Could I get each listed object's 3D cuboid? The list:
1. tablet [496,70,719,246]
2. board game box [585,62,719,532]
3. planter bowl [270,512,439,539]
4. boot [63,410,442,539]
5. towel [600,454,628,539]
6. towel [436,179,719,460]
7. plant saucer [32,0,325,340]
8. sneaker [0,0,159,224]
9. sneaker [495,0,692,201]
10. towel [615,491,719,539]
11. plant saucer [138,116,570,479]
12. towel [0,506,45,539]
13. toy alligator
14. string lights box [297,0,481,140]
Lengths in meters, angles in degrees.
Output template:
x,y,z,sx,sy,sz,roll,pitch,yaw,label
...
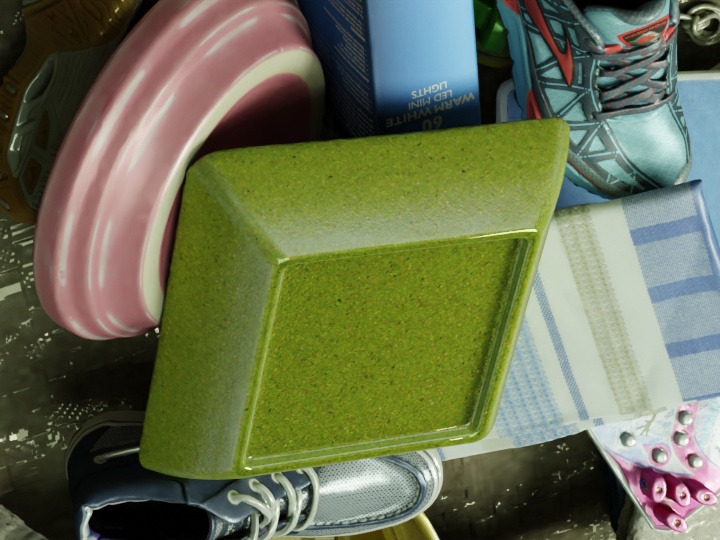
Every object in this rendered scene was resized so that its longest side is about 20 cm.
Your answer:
x,y,z,sx,sy,sz,roll,pitch,yaw,label
0.168,-0.041,1.526,0.200,0.014,0.130,-3,100,-14,tablet
0.193,0.012,1.562,0.200,0.026,0.200,-36,107,-8,board game box
-0.054,0.170,1.602,0.200,0.083,0.200,-2,112,-6,planter bowl
-0.053,0.120,1.486,0.200,0.090,0.073,1,113,-7,boot
0.238,0.100,1.723,0.200,0.049,0.112,-20,133,-11,towel
0.097,0.028,1.492,0.200,0.024,0.147,-13,126,14,towel
-0.079,-0.050,1.394,0.201,0.051,0.201,-50,158,-29,plant saucer
-0.117,-0.114,1.397,0.088,0.076,0.200,-4,130,-43,sneaker
0.116,-0.113,1.411,0.079,0.096,0.200,-33,112,-17,sneaker
0.218,0.106,1.656,0.133,0.034,0.200,-9,132,-17,towel
0.004,0.026,1.401,0.200,0.048,0.200,-7,132,-24,plant saucer
-0.186,0.224,1.564,0.034,0.133,0.200,-36,148,-54,towel
0.120,-0.126,1.495,0.200,0.054,0.059,5,123,-27,toy alligator
0.010,-0.125,1.413,0.059,0.103,0.200,-19,131,-16,string lights box
